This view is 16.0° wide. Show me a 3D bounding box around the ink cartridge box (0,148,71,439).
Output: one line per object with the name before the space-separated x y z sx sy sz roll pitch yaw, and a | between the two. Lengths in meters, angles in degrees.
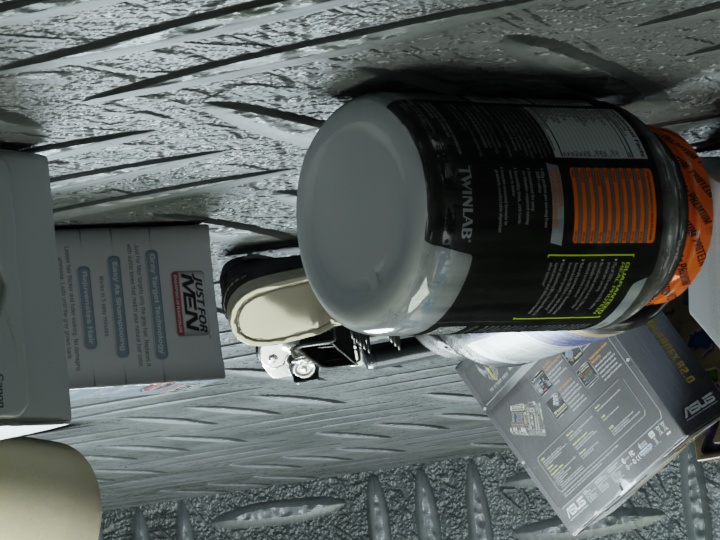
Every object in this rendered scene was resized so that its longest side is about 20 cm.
ink cartridge box | -0.268 0.024 1.311 0.200 0.146 0.144 -15 168 40

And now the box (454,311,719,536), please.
box | 0.163 0.084 1.842 0.048 0.159 0.200 -27 166 -31

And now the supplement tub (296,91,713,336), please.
supplement tub | 0.077 -0.029 1.315 0.199 0.123 0.122 0 169 -36

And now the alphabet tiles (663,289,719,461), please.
alphabet tiles | 0.254 0.048 1.808 0.008 0.168 0.200 2 168 -41

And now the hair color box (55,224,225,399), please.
hair color box | -0.188 0.028 1.557 0.199 0.099 0.061 -3 170 -25

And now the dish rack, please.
dish rack | 0.054 0.028 1.906 0.199 0.055 0.153 -8 172 6

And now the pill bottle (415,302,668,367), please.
pill bottle | 0.102 -0.002 1.547 0.111 0.112 0.200 -3 171 -25

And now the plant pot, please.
plant pot | -0.401 0.243 2.642 0.187 0.188 0.200 -12 156 32

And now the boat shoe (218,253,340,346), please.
boat shoe | 0.000 0.000 1.736 0.199 0.073 0.063 -10 -144 -15

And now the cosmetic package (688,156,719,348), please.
cosmetic package | 0.231 -0.011 1.463 0.074 0.102 0.200 -1 -172 3

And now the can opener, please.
can opener | 0.013 0.044 2.019 0.199 0.067 0.053 -9 132 2
